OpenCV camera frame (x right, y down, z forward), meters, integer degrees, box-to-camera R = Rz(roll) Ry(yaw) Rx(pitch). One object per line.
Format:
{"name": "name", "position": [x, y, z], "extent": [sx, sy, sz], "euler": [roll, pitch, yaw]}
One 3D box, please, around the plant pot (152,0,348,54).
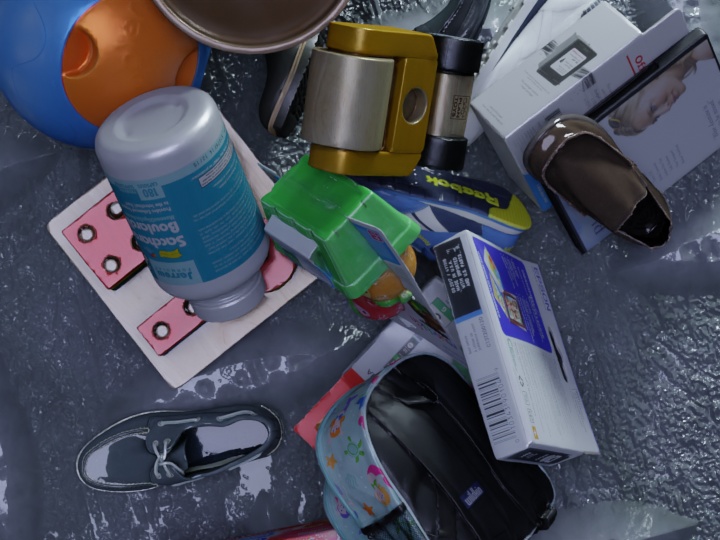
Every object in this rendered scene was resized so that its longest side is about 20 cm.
{"name": "plant pot", "position": [-0.097, -0.288, 1.509], "extent": [0.200, 0.093, 0.201], "euler": [-1, 99, -6]}

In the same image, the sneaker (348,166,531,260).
{"name": "sneaker", "position": [0.056, -0.053, 1.632], "extent": [0.200, 0.074, 0.082], "euler": [21, 125, -11]}

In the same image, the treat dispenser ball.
{"name": "treat dispenser ball", "position": [-0.235, -0.210, 1.580], "extent": [0.201, 0.201, 0.201], "euler": [0, 88, -1]}

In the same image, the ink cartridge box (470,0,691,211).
{"name": "ink cartridge box", "position": [0.214, -0.163, 1.626], "extent": [0.200, 0.116, 0.067], "euler": [-37, 47, -2]}

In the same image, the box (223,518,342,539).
{"name": "box", "position": [-0.096, 0.295, 1.619], "extent": [0.200, 0.100, 0.096], "euler": [-11, 89, -1]}

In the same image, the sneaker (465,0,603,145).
{"name": "sneaker", "position": [0.154, -0.192, 1.654], "extent": [0.080, 0.076, 0.200], "euler": [36, 89, -9]}

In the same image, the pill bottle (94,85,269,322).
{"name": "pill bottle", "position": [-0.146, -0.052, 1.522], "extent": [0.111, 0.111, 0.200], "euler": [-22, 125, -2]}

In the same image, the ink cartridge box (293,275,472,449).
{"name": "ink cartridge box", "position": [0.060, 0.130, 1.654], "extent": [0.161, 0.050, 0.200], "euler": [43, 86, 0]}

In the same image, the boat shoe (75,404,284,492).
{"name": "boat shoe", "position": [-0.171, 0.165, 1.640], "extent": [0.200, 0.062, 0.073], "euler": [-11, 89, -1]}

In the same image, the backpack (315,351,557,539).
{"name": "backpack", "position": [0.054, 0.181, 1.558], "extent": [0.150, 0.178, 0.200], "euler": [-29, 97, 43]}

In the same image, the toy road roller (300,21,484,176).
{"name": "toy road roller", "position": [0.003, -0.156, 1.540], "extent": [0.146, 0.200, 0.123], "euler": [18, 104, 39]}

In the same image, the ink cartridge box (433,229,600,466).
{"name": "ink cartridge box", "position": [0.142, 0.076, 1.573], "extent": [0.043, 0.200, 0.198], "euler": [-22, 73, 20]}

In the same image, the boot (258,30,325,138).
{"name": "boot", "position": [-0.101, -0.234, 1.653], "extent": [0.138, 0.077, 0.200], "euler": [15, 75, 3]}

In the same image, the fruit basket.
{"name": "fruit basket", "position": [0.000, 0.000, 1.546], "extent": [0.094, 0.185, 0.200], "euler": [-41, 131, -15]}

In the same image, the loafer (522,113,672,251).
{"name": "loafer", "position": [0.224, -0.077, 1.574], "extent": [0.200, 0.071, 0.073], "euler": [26, 107, -43]}

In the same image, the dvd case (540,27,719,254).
{"name": "dvd case", "position": [0.259, -0.118, 1.630], "extent": [0.200, 0.143, 0.018], "euler": [-38, 47, -2]}

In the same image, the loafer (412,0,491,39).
{"name": "loafer", "position": [0.058, -0.199, 1.651], "extent": [0.070, 0.068, 0.201], "euler": [30, 92, -8]}

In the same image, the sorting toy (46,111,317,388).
{"name": "sorting toy", "position": [-0.160, -0.026, 1.641], "extent": [0.199, 0.070, 0.200], "euler": [-38, 89, -2]}
